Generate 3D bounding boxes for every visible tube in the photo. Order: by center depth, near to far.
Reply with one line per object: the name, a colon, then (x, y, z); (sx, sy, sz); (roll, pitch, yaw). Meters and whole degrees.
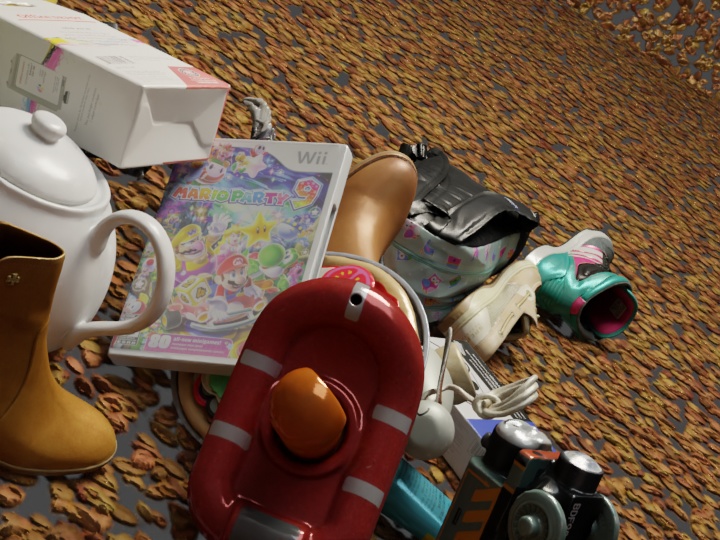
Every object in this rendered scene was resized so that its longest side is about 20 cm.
tube: (0.027, 0.166, 1.259); (0.199, 0.051, 0.078); (38, 21, -4)

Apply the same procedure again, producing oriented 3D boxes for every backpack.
backpack: (0.071, -0.032, 1.613); (0.166, 0.128, 0.200); (27, 21, 13)

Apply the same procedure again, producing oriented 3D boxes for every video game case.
video game case: (-0.096, -0.013, 1.236); (0.141, 0.018, 0.202); (4, 58, 19)

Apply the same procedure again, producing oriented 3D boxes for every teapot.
teapot: (-0.245, -0.045, 1.162); (0.198, 0.147, 0.198); (22, 25, -30)

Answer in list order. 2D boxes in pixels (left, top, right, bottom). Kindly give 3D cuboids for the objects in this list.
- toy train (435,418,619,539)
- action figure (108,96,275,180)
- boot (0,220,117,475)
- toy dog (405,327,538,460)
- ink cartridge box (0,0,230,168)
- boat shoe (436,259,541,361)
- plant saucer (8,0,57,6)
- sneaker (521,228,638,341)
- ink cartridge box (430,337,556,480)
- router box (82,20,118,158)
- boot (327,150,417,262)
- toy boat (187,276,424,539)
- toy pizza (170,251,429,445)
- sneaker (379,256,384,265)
toy train: (0.092, 0.199, 1.094); (0.085, 0.202, 0.114); (8, 19, -44)
action figure: (-0.131, -0.114, 1.421); (0.198, 0.103, 0.118); (11, -8, 36)
boot: (-0.212, 0.047, 1.025); (0.200, 0.145, 0.071); (19, 27, -34)
toy dog: (0.040, 0.082, 1.275); (0.097, 0.131, 0.200); (63, -19, -5)
ink cartridge box: (-0.215, -0.148, 1.265); (0.199, 0.068, 0.116); (28, 19, 25)
boat shoe: (0.142, 0.044, 1.640); (0.065, 0.072, 0.200); (47, 26, 8)
plant saucer: (-0.366, -0.241, 1.415); (0.197, 0.049, 0.201); (5, 28, -7)
sneaker: (0.263, 0.017, 1.836); (0.120, 0.084, 0.199); (38, 29, 23)
ink cartridge box: (0.105, 0.138, 1.422); (0.093, 0.044, 0.200); (8, 35, -45)
router box: (-0.284, -0.166, 1.415); (0.147, 0.052, 0.201); (6, 28, -13)
boot: (0.000, 0.000, 1.322); (0.073, 0.201, 0.155); (37, 0, -23)
toy boat: (-0.033, 0.098, 1.081); (0.129, 0.202, 0.131); (21, -17, 4)
toy pizza: (-0.047, 0.057, 1.212); (0.201, 0.199, 0.032); (55, -11, 41)
sneaker: (-0.012, -0.013, 1.500); (0.069, 0.090, 0.201); (21, 26, -28)
